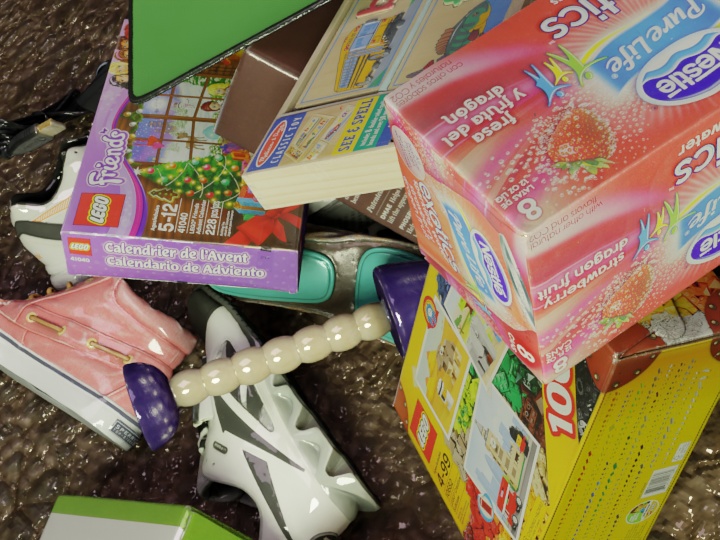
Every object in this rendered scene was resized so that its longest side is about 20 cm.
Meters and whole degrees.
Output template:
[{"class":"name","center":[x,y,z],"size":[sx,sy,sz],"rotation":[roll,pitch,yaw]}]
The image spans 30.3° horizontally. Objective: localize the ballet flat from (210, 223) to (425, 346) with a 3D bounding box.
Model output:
[{"class":"ballet flat","center":[0.000,0.000,0.826],"size":[0.198,0.067,0.069],"rotation":[17,112,11]}]

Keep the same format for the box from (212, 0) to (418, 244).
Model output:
[{"class":"box","center":[0.025,-0.084,0.785],"size":[0.199,0.075,0.100],"rotation":[30,44,-3]}]

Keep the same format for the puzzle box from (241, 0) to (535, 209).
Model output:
[{"class":"puzzle box","center":[0.032,-0.116,0.684],"size":[0.132,0.025,0.201],"rotation":[-8,42,35]}]

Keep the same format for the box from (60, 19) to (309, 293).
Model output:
[{"class":"box","center":[-0.096,-0.076,0.821],"size":[0.135,0.039,0.201],"rotation":[4,47,0]}]

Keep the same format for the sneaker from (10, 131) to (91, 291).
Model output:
[{"class":"sneaker","center":[-0.163,-0.077,0.944],"size":[0.200,0.080,0.074],"rotation":[-44,19,-6]}]

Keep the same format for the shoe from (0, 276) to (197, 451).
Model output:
[{"class":"shoe","center":[-0.203,0.040,0.913],"size":[0.199,0.072,0.091],"rotation":[26,73,31]}]

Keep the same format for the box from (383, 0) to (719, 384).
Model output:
[{"class":"box","center":[0.121,-0.061,0.544],"size":[0.199,0.103,0.095],"rotation":[-32,53,-13]}]

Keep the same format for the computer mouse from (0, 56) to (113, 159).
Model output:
[{"class":"computer mouse","center":[-0.182,-0.138,0.964],"size":[0.199,0.046,0.140],"rotation":[-15,16,29]}]

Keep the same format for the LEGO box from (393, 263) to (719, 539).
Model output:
[{"class":"LEGO box","center":[0.094,0.049,0.667],"size":[0.077,0.201,0.149],"rotation":[-11,47,-22]}]

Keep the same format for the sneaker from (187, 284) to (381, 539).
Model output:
[{"class":"sneaker","center":[-0.075,0.091,0.809],"size":[0.088,0.074,0.200],"rotation":[-37,51,0]}]

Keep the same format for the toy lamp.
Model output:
[{"class":"toy lamp","center":[-0.032,0.043,0.751],"size":[0.199,0.058,0.058],"rotation":[-21,52,-6]}]

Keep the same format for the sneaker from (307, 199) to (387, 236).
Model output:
[{"class":"sneaker","center":[-0.053,-0.055,0.877],"size":[0.198,0.091,0.067],"rotation":[-12,57,20]}]

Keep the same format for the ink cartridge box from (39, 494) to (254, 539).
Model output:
[{"class":"ink cartridge box","center":[-0.143,0.231,0.727],"size":[0.147,0.076,0.201],"rotation":[-8,55,49]}]

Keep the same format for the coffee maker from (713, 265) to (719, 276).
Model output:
[{"class":"coffee maker","center":[0.214,-0.043,0.707],"size":[0.198,0.135,0.194],"rotation":[-13,56,20]}]

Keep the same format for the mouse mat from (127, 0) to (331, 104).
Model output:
[{"class":"mouse mat","center":[-0.072,-0.190,0.795],"size":[0.160,0.008,0.201],"rotation":[-26,41,14]}]
